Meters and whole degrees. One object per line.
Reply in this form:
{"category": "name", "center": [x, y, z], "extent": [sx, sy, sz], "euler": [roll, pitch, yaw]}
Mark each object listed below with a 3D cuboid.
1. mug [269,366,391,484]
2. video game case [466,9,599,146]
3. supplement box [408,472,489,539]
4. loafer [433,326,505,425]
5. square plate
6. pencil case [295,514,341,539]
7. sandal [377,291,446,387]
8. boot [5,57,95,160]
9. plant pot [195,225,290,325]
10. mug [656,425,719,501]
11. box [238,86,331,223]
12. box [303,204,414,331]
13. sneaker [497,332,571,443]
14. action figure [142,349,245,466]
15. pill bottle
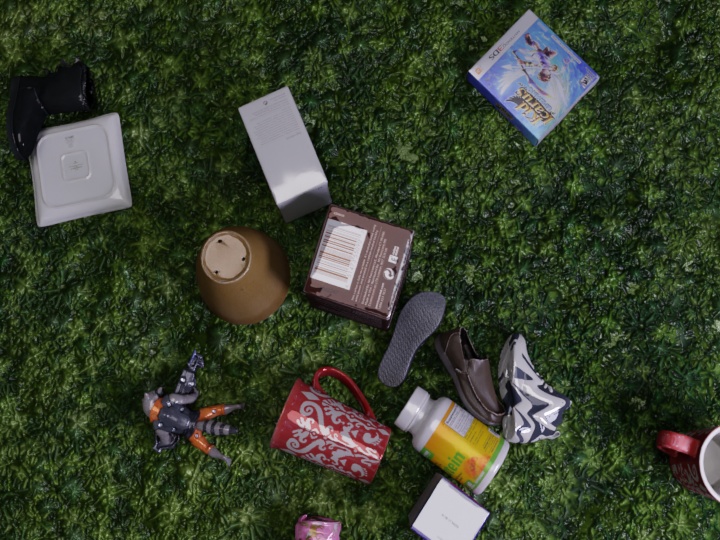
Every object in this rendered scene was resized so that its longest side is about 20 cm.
{"category": "mug", "center": [-0.044, 0.280, 1.609], "extent": [0.196, 0.133, 0.181], "euler": [24, 84, 2]}
{"category": "video game case", "center": [0.341, -0.383, 1.748], "extent": [0.181, 0.045, 0.200], "euler": [-45, 82, -4]}
{"category": "supplement box", "center": [0.150, 0.428, 1.539], "extent": [0.100, 0.200, 0.104], "euler": [34, 82, 7]}
{"category": "loafer", "center": [0.209, 0.191, 1.621], "extent": [0.071, 0.072, 0.202], "euler": [-42, 71, 30]}
{"category": "square plate", "center": [-0.567, -0.205, 1.759], "extent": [0.195, 0.028, 0.203], "euler": [-12, 81, 0]}
{"category": "pencil case", "center": [-0.081, 0.547, 1.589], "extent": [0.081, 0.086, 0.206], "euler": [-3, 78, 33]}
{"category": "sandal", "center": [0.094, 0.126, 1.678], "extent": [0.075, 0.043, 0.203], "euler": [33, 93, 14]}
{"category": "boot", "center": [-0.610, -0.321, 1.743], "extent": [0.158, 0.074, 0.203], "euler": [-8, 65, 2]}
{"category": "plant pot", "center": [-0.230, -0.007, 1.627], "extent": [0.181, 0.200, 0.192], "euler": [0, 79, 2]}
{"category": "mug", "center": [0.608, 0.318, 1.533], "extent": [0.133, 0.200, 0.178], "euler": [-41, 81, -5]}
{"category": "box", "center": [-0.141, -0.217, 1.682], "extent": [0.104, 0.152, 0.204], "euler": [-22, 80, -3]}
{"category": "box", "center": [0.000, 0.000, 1.616], "extent": [0.160, 0.200, 0.170], "euler": [16, 81, 5]}
{"category": "sneaker", "center": [0.330, 0.221, 1.635], "extent": [0.126, 0.080, 0.204], "euler": [8, 61, -15]}
{"category": "action figure", "center": [-0.313, 0.253, 1.637], "extent": [0.189, 0.105, 0.205], "euler": [15, 83, -5]}
{"category": "pill bottle", "center": [0.163, 0.304, 1.604], "extent": [0.198, 0.111, 0.112], "euler": [35, 83, 7]}
